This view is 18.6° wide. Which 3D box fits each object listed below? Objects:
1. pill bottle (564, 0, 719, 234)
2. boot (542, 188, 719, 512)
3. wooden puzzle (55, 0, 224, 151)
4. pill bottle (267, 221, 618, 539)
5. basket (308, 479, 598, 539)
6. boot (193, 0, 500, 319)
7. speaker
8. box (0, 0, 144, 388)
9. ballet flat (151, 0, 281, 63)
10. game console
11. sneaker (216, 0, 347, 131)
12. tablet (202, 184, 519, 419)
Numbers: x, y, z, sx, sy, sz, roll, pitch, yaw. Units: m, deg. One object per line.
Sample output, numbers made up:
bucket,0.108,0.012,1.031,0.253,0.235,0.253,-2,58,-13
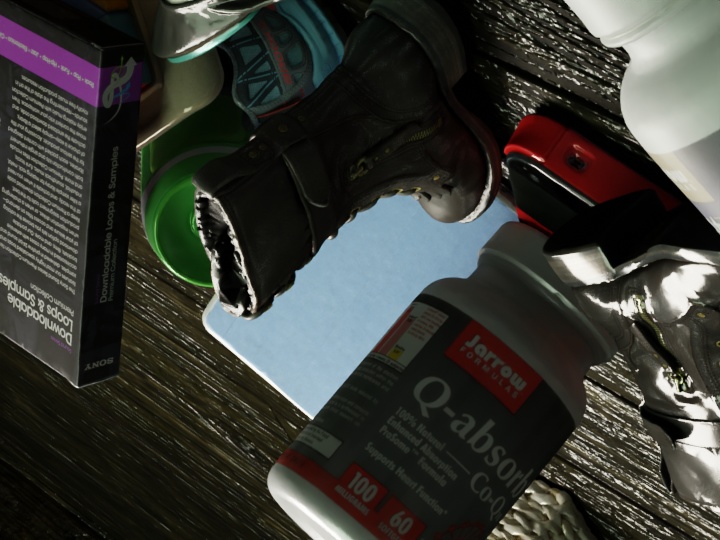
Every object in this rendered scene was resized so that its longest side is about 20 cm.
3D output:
pill bottle,0.167,-0.059,0.822,0.200,0.111,0.111,46,164,-12
boot,0.185,0.043,1.044,0.199,0.069,0.175,-4,121,59
wooden puzzle,-0.174,-0.146,1.264,0.199,0.037,0.187,-27,79,43
pill bottle,0.052,0.077,1.210,0.116,0.200,0.116,39,169,9
basket,0.095,0.259,1.731,0.198,0.161,0.201,24,155,48
boot,-0.013,-0.042,1.155,0.069,0.174,0.201,32,160,30
speaker,-0.088,-0.068,1.310,0.089,0.088,0.200,50,-167,-24
box,-0.182,-0.053,1.250,0.143,0.036,0.202,29,120,41
ballet flat,-0.052,-0.162,1.111,0.199,0.068,0.068,-15,126,44
game console,0.163,0.007,1.168,0.199,0.031,0.177,37,168,22
sneaker,-0.103,-0.149,1.267,0.199,0.096,0.080,33,161,31
tablet,0.000,0.000,1.308,0.130,0.014,0.201,39,119,6
